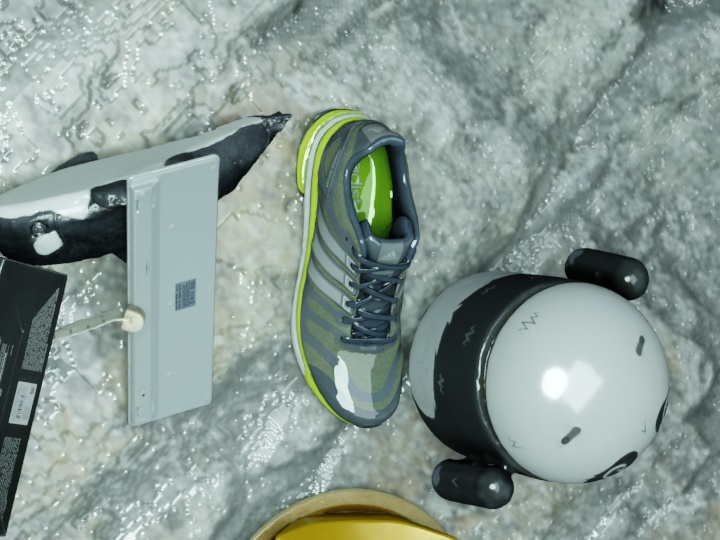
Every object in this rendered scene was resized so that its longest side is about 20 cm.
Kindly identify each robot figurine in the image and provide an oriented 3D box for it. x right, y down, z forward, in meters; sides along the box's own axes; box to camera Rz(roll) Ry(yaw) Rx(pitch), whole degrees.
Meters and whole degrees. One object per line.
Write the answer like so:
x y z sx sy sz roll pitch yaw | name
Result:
0.107 0.065 1.314 0.124 0.200 0.152 -3 94 -23 | robot figurine

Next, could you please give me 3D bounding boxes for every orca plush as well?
-0.128 -0.035 1.274 0.199 0.105 0.072 -28 116 -41 | orca plush

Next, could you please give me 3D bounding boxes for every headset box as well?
-0.277 0.050 1.172 0.199 0.077 0.150 13 87 22 | headset box

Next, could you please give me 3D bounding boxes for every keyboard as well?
-0.111 0.016 1.260 0.056 0.011 0.201 -20 138 -26 | keyboard

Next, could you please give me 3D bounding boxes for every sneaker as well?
0.000 0.000 1.329 0.073 0.081 0.202 -7 96 -22 | sneaker

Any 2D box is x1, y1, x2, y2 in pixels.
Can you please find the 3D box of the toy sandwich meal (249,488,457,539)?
-0.008 0.233 1.346 0.204 0.070 0.207 -2 94 -23 | toy sandwich meal

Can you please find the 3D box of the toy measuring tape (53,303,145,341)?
-0.211 0.081 1.235 0.199 0.074 0.074 -18 101 0 | toy measuring tape
